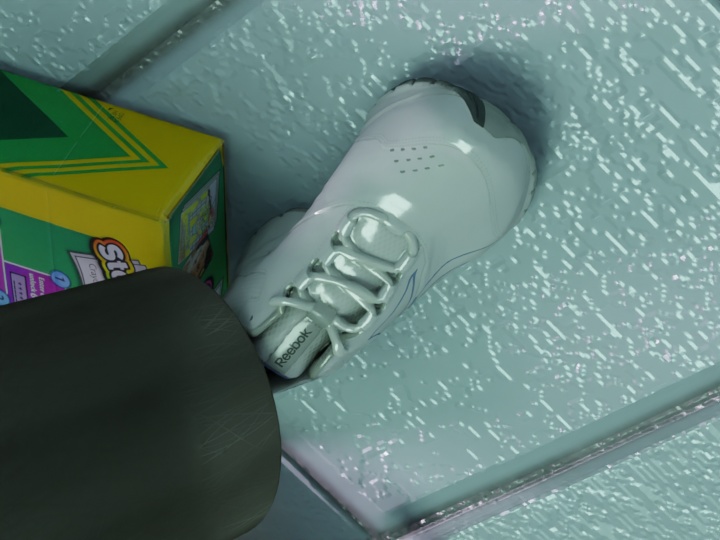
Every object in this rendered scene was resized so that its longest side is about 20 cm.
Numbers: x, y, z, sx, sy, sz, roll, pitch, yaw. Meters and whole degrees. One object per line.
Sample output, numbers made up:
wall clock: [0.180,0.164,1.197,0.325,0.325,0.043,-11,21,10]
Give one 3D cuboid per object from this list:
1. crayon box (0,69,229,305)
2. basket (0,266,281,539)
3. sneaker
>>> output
crayon box: [-0.144,0.007,1.113,0.172,0.058,0.201,17,139,15]
basket: [-0.142,0.078,0.964,0.180,0.199,0.137,5,109,51]
sneaker: [0.000,0.000,0.994,0.074,0.087,0.200,37,139,-6]
